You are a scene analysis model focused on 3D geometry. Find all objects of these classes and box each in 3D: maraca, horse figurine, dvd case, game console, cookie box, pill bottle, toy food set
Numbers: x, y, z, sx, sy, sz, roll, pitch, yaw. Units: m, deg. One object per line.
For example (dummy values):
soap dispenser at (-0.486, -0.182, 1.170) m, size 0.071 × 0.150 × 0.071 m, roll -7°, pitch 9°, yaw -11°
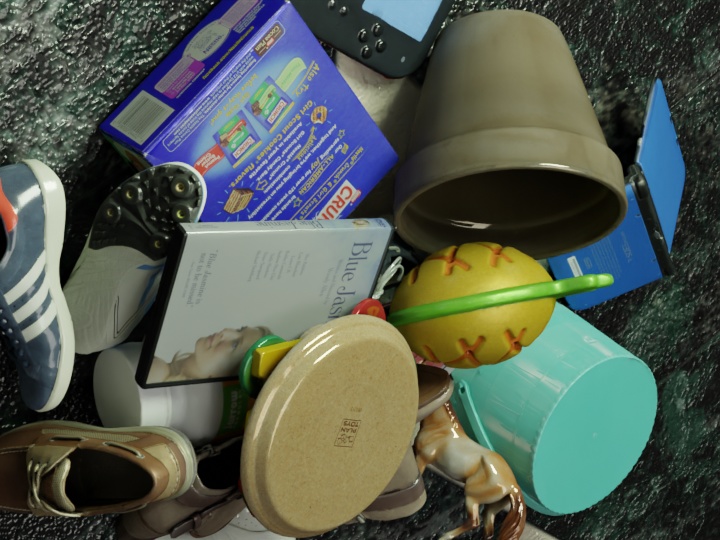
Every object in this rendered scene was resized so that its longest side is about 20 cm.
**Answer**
maraca at (0.119, 0.026, 1.378) m, size 0.199 × 0.137 × 0.108 m, roll -10°, pitch 89°, yaw -11°
horse figurine at (0.092, 0.203, 1.550) m, size 0.133 × 0.200 × 0.050 m, roll -55°, pitch 157°, yaw 7°
dvd case at (-0.073, 0.025, 1.254) m, size 0.199 × 0.018 × 0.143 m, roll -3°, pitch 123°, yaw -37°
game console at (0.258, -0.073, 1.619) m, size 0.170 × 0.119 × 0.200 m, roll -23°, pitch 147°, yaw 8°
game console at (0.024, -0.275, 1.331) m, size 0.176 × 0.031 × 0.201 m, roll 23°, pitch 96°, yaw -45°
cookie box at (-0.086, -0.102, 1.297) m, size 0.171 × 0.075 × 0.200 m, roll -47°, pitch 134°, yaw -10°
pill bottle at (-0.119, 0.088, 1.345) m, size 0.199 × 0.111 × 0.112 m, roll -11°, pitch 119°, yaw -36°
toy food set at (-0.024, 0.123, 1.295) m, size 0.199 × 0.049 × 0.199 m, roll -9°, pitch 115°, yaw -43°

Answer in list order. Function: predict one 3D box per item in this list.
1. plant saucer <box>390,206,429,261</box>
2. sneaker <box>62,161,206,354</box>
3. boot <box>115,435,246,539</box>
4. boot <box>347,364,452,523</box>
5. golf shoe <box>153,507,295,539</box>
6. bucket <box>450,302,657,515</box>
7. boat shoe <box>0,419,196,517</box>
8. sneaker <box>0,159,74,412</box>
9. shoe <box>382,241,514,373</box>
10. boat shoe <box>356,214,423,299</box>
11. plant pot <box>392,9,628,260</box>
plant saucer at (0.114, -0.046, 1.523) m, size 0.200 × 0.039 × 0.202 m, roll -20°, pitch 125°, yaw -32°
sneaker at (-0.176, -0.015, 1.242) m, size 0.200 × 0.072 × 0.072 m, roll -51°, pitch 174°, yaw 33°
boot at (-0.116, 0.177, 1.357) m, size 0.146 × 0.070 × 0.200 m, roll -37°, pitch 173°, yaw 40°
boot at (0.022, 0.166, 1.467) m, size 0.147 × 0.199 × 0.070 m, roll 57°, pitch 34°, yaw -31°
golf shoe at (-0.135, 0.246, 1.457) m, size 0.200 × 0.075 × 0.092 m, roll 29°, pitch 72°, yaw -44°
bucket at (0.194, 0.141, 1.623) m, size 0.206 × 0.135 × 0.208 m, roll -20°, pitch 124°, yaw -32°
boat shoe at (-0.230, 0.158, 1.245) m, size 0.072 × 0.199 × 0.076 m, roll -27°, pitch 107°, yaw -71°
sneaker at (-0.272, 0.018, 1.208) m, size 0.084 × 0.075 × 0.201 m, roll -14°, pitch 111°, yaw -36°
shoe at (0.064, 0.045, 1.476) m, size 0.091 × 0.072 × 0.200 m, roll 13°, pitch 127°, yaw -39°
boat shoe at (0.000, 0.000, 1.377) m, size 0.075 × 0.062 × 0.200 m, roll -46°, pitch 170°, yaw 18°
plant pot at (0.126, -0.123, 1.379) m, size 0.200 × 0.199 × 0.175 m, roll 23°, pitch 58°, yaw -45°
